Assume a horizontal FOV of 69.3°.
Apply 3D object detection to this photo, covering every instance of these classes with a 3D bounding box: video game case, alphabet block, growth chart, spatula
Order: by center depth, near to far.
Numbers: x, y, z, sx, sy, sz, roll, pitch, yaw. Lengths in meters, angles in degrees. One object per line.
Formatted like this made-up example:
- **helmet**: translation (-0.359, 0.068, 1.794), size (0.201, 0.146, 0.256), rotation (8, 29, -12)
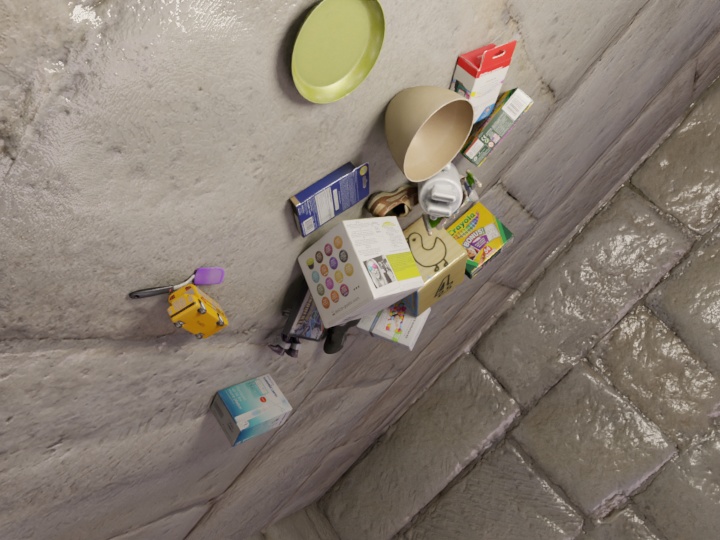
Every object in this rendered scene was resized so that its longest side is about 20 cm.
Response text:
- **spatula**: translation (-0.371, 0.028, 1.065), size (0.198, 0.021, 0.057), rotation (-18, 149, -40)
- **growth chart**: translation (0.242, -0.181, 1.398), size (0.200, 0.145, 0.018), rotation (-44, 113, 10)
- **video game case**: translation (-0.123, 0.092, 1.431), size (0.180, 0.025, 0.203), rotation (29, 83, -64)
- **alphabet block**: translation (0.192, -0.015, 1.616), size (0.199, 0.196, 0.197), rotation (-37, 156, -13)

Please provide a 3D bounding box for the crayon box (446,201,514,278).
- **crayon box**: translation (0.387, -0.103, 1.763), size (0.199, 0.173, 0.058), rotation (-40, 158, -5)

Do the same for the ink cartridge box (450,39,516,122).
- **ink cartridge box**: translation (0.275, -0.444, 1.212), size (0.115, 0.067, 0.201), rotation (-29, 152, -27)

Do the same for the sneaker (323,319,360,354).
- **sneaker**: translation (-0.078, 0.189, 1.699), size (0.090, 0.076, 0.202), rotation (8, 119, -46)

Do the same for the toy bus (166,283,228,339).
- **toy bus**: translation (-0.344, 0.088, 1.098), size (0.064, 0.079, 0.200), rotation (-29, 161, -5)

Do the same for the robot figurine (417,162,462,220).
- **robot figurine**: translation (0.205, -0.218, 1.352), size (0.201, 0.111, 0.172), rotation (-84, -172, -55)

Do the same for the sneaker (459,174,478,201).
- **sneaker**: translation (0.296, -0.240, 1.580), size (0.081, 0.075, 0.199), rotation (-27, 162, 24)

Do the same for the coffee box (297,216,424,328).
- **coffee box**: translation (0.000, 0.000, 1.293), size (0.198, 0.200, 0.199), rotation (-12, 164, -46)

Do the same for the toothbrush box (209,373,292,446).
- **toothbrush box**: translation (-0.331, 0.420, 1.586), size (0.198, 0.147, 0.086), rotation (-9, 140, -48)

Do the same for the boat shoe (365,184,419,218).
- **boat shoe**: translation (0.101, -0.170, 1.378), size (0.198, 0.074, 0.076), rotation (-20, 147, -39)

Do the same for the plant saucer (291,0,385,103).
- **plant saucer**: translation (-0.042, -0.385, 0.891), size (0.199, 0.031, 0.201), rotation (-34, 154, -19)

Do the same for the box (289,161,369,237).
- **box**: translation (-0.065, -0.169, 1.190), size (0.199, 0.032, 0.122), rotation (-33, 154, -16)

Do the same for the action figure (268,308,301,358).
- **action figure**: translation (-0.180, 0.147, 1.475), size (0.129, 0.069, 0.202), rotation (17, 103, -54)

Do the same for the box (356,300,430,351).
- **box**: translation (0.107, 0.156, 1.691), size (0.157, 0.197, 0.041), rotation (-60, 149, -22)

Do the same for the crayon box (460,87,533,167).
- **crayon box**: translation (0.342, -0.370, 1.348), size (0.201, 0.058, 0.173), rotation (-50, -174, 16)

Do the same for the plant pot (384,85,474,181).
- **plant pot**: translation (0.128, -0.314, 1.124), size (0.199, 0.135, 0.202), rotation (-33, 152, -19)
